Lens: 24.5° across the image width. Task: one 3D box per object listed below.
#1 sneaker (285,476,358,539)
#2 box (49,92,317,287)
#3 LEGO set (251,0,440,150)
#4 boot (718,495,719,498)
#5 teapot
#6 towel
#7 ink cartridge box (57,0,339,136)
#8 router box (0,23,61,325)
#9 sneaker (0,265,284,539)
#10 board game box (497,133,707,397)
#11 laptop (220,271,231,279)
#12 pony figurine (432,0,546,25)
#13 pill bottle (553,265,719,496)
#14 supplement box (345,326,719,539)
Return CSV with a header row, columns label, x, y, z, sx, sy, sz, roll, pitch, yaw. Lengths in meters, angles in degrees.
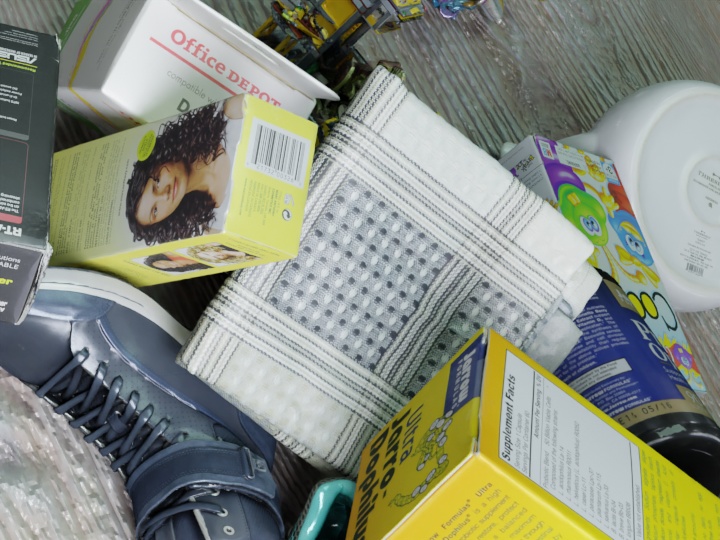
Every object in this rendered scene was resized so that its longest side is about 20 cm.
label,x,y,z,sx,sy,sz,roll,pitch,yaw
sneaker,-0.021,0.194,0.841,0.077,0.092,0.202,4,55,-3
box,-0.105,-0.036,0.874,0.050,0.199,0.076,19,71,-36
LEGO set,0.004,-0.146,1.162,0.155,0.116,0.199,56,28,13
boot,0.227,0.214,1.015,0.066,0.165,0.200,46,2,-42
teapot,0.246,-0.056,1.359,0.196,0.146,0.202,-30,100,-27
towel,0.026,0.025,0.894,0.200,0.193,0.034,38,-6,-29
ink cartridge box,-0.105,-0.101,0.954,0.117,0.200,0.068,32,82,-24
router box,-0.250,-0.065,0.815,0.198,0.062,0.151,12,47,-19
sneaker,-0.119,0.090,0.859,0.201,0.077,0.147,28,38,-31
board game box,0.152,0.020,1.208,0.102,0.105,0.202,13,50,-43
laptop,0.000,0.000,1.043,0.187,0.116,0.201,43,35,-13
pony figurine,0.085,-0.293,1.403,0.194,0.166,0.200,60,19,0
pill bottle,0.134,0.068,1.023,0.111,0.112,0.201,17,31,-39
supplement box,0.102,0.144,0.823,0.199,0.110,0.109,36,28,-13
